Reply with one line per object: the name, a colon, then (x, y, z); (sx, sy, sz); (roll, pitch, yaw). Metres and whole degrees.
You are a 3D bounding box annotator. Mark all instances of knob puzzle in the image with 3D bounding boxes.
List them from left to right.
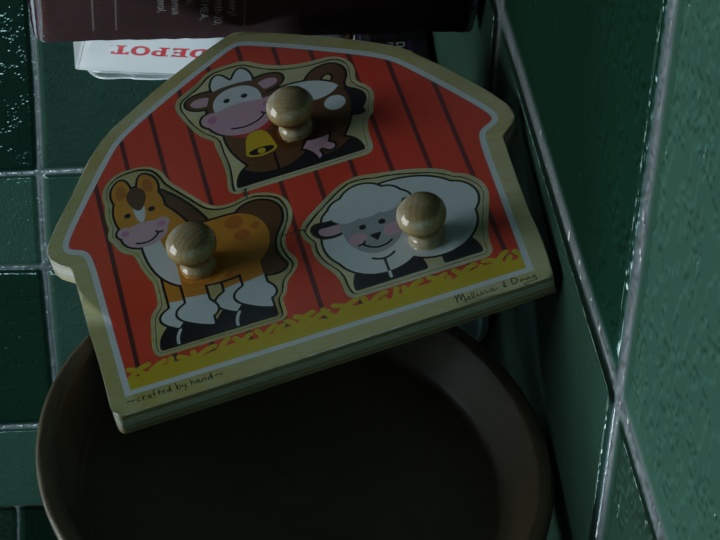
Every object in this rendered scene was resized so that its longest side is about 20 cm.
knob puzzle: (-0.033, -0.040, 0.930); (0.220, 0.219, 0.030); (-99, -5, -46)

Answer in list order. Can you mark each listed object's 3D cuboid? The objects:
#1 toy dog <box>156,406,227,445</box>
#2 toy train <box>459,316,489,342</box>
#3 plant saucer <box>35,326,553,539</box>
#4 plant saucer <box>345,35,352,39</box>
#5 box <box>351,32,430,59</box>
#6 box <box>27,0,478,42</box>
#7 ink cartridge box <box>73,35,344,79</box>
toy dog: (-0.050, 0.104, 1.001); (0.200, 0.096, 0.132); (56, -152, -11)
toy train: (0.000, 0.000, 1.037); (0.114, 0.085, 0.200); (50, 149, 33)
plant saucer: (-0.025, 0.079, 0.889); (0.200, 0.200, 0.030); (-99, 14, -44)
plant saucer: (0.001, -0.183, 1.325); (0.200, 0.032, 0.201); (177, 90, -82)
box: (0.019, -0.035, 1.193); (0.143, 0.036, 0.200); (96, 171, -52)
box: (-0.048, -0.211, 0.993); (0.164, 0.200, 0.166); (99, 168, -59)
ink cartridge box: (-0.068, -0.189, 1.200); (0.200, 0.146, 0.083); (116, 150, -56)
